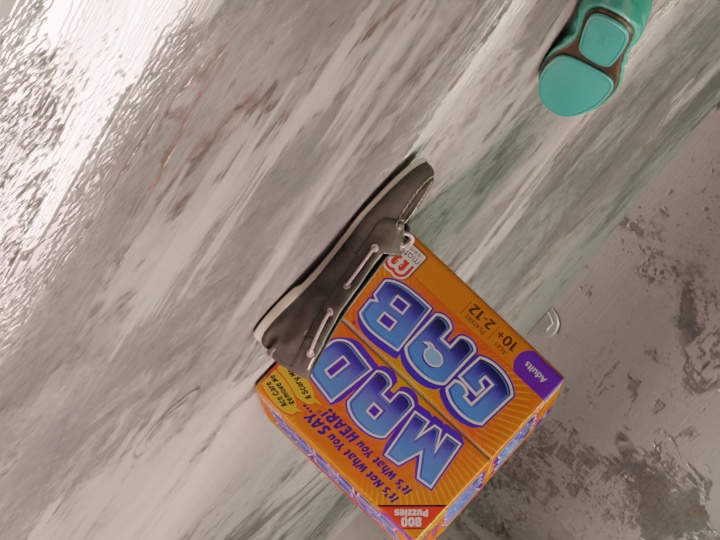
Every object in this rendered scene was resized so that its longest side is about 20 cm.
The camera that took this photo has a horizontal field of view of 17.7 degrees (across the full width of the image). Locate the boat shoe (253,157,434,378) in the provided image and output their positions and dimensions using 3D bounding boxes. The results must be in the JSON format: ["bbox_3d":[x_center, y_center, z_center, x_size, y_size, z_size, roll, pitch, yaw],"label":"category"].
[{"bbox_3d":[0.000,0.000,1.840,0.200,0.057,0.067,-47,172,3],"label":"boat shoe"}]

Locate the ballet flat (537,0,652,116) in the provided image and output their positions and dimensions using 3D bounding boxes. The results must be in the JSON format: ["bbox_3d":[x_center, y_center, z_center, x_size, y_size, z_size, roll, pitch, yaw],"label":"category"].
[{"bbox_3d":[0.205,-0.195,1.958,0.071,0.067,0.200,-59,179,-22],"label":"ballet flat"}]

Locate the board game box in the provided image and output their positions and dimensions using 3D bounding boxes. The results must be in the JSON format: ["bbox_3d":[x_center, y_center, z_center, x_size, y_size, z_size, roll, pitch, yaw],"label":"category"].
[{"bbox_3d":[0.046,0.119,2.133,0.200,0.200,0.200,-46,171,-8],"label":"board game box"}]
